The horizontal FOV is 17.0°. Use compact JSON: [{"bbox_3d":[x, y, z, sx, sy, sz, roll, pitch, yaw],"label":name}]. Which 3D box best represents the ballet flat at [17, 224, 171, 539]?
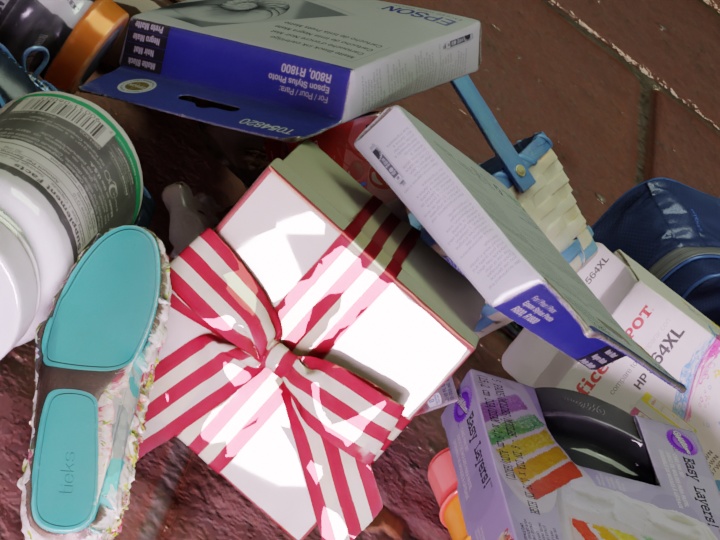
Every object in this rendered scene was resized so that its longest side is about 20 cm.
[{"bbox_3d":[-0.149,0.072,1.342,0.075,0.064,0.201,9,64,8],"label":"ballet flat"}]

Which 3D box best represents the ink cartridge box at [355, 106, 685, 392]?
[{"bbox_3d":[0.102,0.001,1.511,0.200,0.041,0.199,50,9,27],"label":"ink cartridge box"}]

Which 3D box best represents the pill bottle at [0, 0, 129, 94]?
[{"bbox_3d":[-0.255,-0.204,1.626,0.200,0.106,0.106,36,27,-2],"label":"pill bottle"}]

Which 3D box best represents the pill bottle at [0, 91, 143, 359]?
[{"bbox_3d":[-0.209,-0.023,1.417,0.113,0.113,0.200,39,27,-4],"label":"pill bottle"}]

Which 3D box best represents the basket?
[{"bbox_3d":[0.063,-0.053,1.739,0.139,0.176,0.200,-35,91,-37],"label":"basket"}]

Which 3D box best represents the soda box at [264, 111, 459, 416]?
[{"bbox_3d":[0.000,0.000,1.584,0.063,0.070,0.201,-174,-113,-74],"label":"soda box"}]

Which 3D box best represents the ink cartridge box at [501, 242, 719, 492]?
[{"bbox_3d":[0.214,0.087,1.757,0.200,0.129,0.125,36,7,-8],"label":"ink cartridge box"}]

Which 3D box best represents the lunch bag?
[{"bbox_3d":[0.273,0.028,1.950,0.199,0.136,0.133,14,38,-44],"label":"lunch bag"}]

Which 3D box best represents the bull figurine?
[{"bbox_3d":[-0.060,-0.013,1.652,0.199,0.065,0.122,28,27,-23],"label":"bull figurine"}]

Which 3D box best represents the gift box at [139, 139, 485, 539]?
[{"bbox_3d":[-0.040,0.054,1.459,0.184,0.200,0.187,36,11,0],"label":"gift box"}]

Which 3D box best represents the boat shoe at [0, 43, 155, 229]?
[{"bbox_3d":[-0.216,-0.089,1.557,0.200,0.084,0.069,52,44,-9],"label":"boat shoe"}]

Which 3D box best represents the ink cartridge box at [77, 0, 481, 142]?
[{"bbox_3d":[-0.054,-0.145,1.607,0.199,0.041,0.200,15,27,34],"label":"ink cartridge box"}]

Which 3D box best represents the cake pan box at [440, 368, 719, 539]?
[{"bbox_3d":[0.154,0.159,1.556,0.183,0.052,0.200,19,32,-21],"label":"cake pan box"}]

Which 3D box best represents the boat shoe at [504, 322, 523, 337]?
[{"bbox_3d":[0.151,0.037,1.846,0.199,0.075,0.066,42,29,3],"label":"boat shoe"}]

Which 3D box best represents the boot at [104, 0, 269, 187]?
[{"bbox_3d":[-0.119,-0.126,1.691,0.186,0.064,0.200,18,22,-21],"label":"boot"}]

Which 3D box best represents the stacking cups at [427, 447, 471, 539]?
[{"bbox_3d":[0.092,0.199,1.554,0.060,0.061,0.200,21,28,-34],"label":"stacking cups"}]
